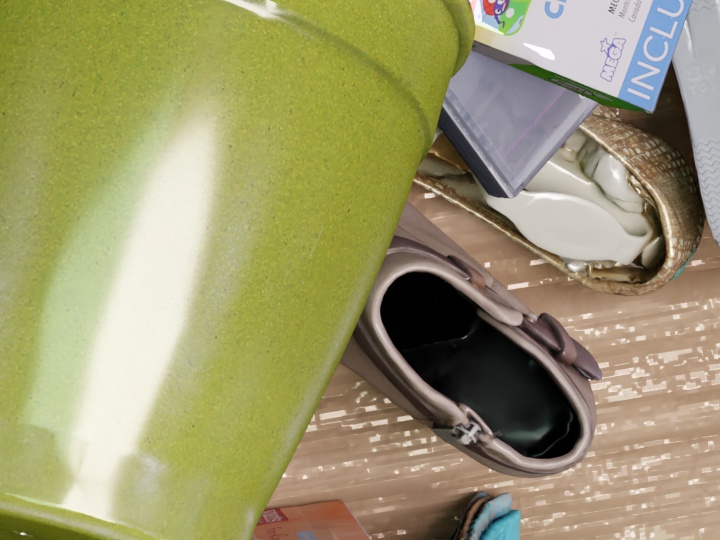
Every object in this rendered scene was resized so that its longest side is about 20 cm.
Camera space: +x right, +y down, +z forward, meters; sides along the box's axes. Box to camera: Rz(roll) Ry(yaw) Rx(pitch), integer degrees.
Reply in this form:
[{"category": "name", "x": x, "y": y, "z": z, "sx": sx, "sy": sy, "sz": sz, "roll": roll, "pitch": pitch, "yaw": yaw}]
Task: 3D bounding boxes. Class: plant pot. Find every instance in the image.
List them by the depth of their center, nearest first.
[{"category": "plant pot", "x": -0.082, "y": -0.005, "z": 0.855, "sx": 0.200, "sy": 0.200, "sz": 0.193, "roll": 16, "pitch": 72, "yaw": -11}]

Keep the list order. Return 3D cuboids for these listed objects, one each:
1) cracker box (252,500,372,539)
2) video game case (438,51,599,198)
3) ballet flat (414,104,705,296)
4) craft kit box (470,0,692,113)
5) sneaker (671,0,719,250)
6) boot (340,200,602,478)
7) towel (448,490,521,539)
[{"category": "cracker box", "x": -0.011, "y": 0.194, "z": 1.009, "sx": 0.057, "sy": 0.134, "sz": 0.201, "roll": -7, "pitch": 97, "yaw": -7}, {"category": "video game case", "x": 0.039, "y": -0.145, "z": 0.960, "sx": 0.143, "sy": 0.019, "sz": 0.200, "roll": -48, "pitch": 117, "yaw": -19}, {"category": "ballet flat", "x": 0.039, "y": -0.052, "z": 1.018, "sx": 0.200, "sy": 0.065, "sz": 0.071, "roll": 25, "pitch": 118, "yaw": -10}, {"category": "craft kit box", "x": 0.036, "y": -0.176, "z": 0.895, "sx": 0.197, "sy": 0.048, "sz": 0.201, "roll": 20, "pitch": 91, "yaw": -23}, {"category": "sneaker", "x": 0.141, "y": -0.096, "z": 0.991, "sx": 0.073, "sy": 0.071, "sz": 0.201, "roll": -2, "pitch": 102, "yaw": 31}, {"category": "boot", "x": 0.000, "y": 0.000, "z": 0.982, "sx": 0.200, "sy": 0.146, "sz": 0.070, "roll": 34, "pitch": 91, "yaw": -11}, {"category": "towel", "x": 0.041, "y": 0.171, "z": 0.985, "sx": 0.022, "sy": 0.200, "sz": 0.147, "roll": -6, "pitch": 99, "yaw": 12}]
